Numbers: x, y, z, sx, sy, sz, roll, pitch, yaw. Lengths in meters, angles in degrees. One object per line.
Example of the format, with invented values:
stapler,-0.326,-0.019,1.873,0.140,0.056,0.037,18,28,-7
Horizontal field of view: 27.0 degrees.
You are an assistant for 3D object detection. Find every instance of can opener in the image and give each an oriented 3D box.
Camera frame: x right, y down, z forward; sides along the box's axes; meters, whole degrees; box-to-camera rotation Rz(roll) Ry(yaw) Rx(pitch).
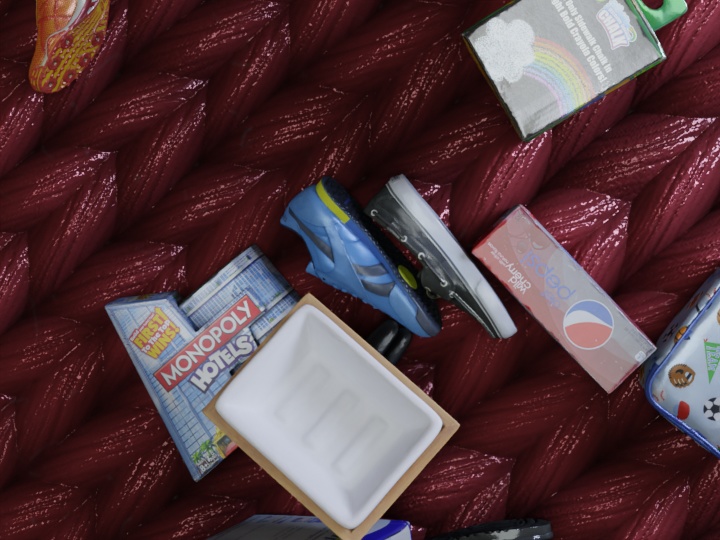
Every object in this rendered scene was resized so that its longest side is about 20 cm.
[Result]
can opener,-0.016,0.135,1.544,0.079,0.063,0.200,38,89,28

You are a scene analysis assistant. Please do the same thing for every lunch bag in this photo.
lunch bag,0.388,0.085,1.488,0.160,0.076,0.200,38,99,-1

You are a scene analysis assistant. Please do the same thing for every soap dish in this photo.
soap dish,-0.028,0.146,1.462,0.200,0.081,0.157,41,84,11

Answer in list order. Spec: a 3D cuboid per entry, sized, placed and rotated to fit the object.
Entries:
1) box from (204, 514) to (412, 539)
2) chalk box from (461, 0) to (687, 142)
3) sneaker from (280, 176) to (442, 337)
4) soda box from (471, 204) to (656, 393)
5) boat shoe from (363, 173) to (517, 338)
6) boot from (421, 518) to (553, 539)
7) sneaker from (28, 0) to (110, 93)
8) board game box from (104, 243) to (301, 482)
box,-0.047,0.350,1.508,0.200,0.105,0.184,-3,97,32
chalk box,0.213,-0.226,1.449,0.200,0.124,0.125,-30,91,7
sneaker,0.000,0.000,1.526,0.078,0.066,0.200,-42,89,17
soda box,0.203,0.027,1.505,0.070,0.063,0.200,-44,90,7
boat shoe,0.081,-0.005,1.514,0.057,0.069,0.200,-38,84,6
boot,0.114,0.347,1.537,0.211,0.079,0.158,-18,87,18
sneaker,-0.298,-0.278,1.533,0.077,0.073,0.200,22,94,25
board game box,-0.156,0.076,1.548,0.200,0.062,0.200,-41,91,8
